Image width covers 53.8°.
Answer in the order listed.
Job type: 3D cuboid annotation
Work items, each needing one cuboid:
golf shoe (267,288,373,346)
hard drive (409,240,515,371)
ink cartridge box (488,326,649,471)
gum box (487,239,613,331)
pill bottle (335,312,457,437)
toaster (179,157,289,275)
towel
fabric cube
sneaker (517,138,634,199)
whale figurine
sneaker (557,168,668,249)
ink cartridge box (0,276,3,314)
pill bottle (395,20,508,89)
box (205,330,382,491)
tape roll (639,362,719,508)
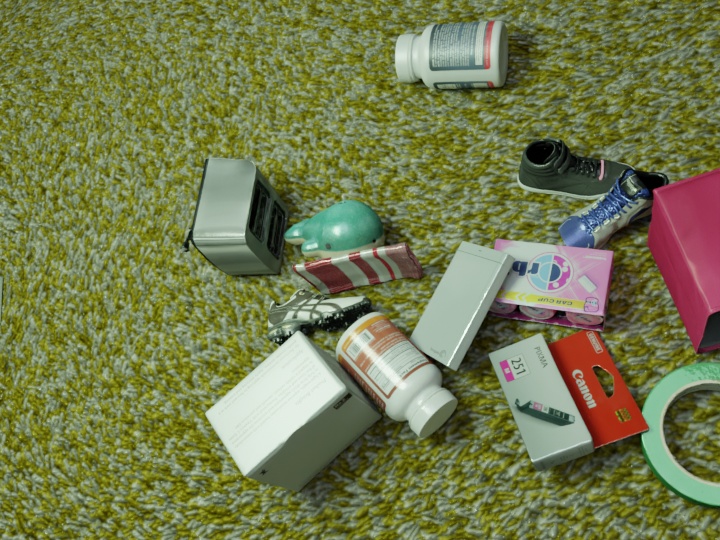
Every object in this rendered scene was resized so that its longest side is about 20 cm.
[{"bbox_3d":[-0.079,0.065,1.267,0.200,0.078,0.095,-17,64,10],"label":"golf shoe"},{"bbox_3d":[0.162,0.053,1.166,0.200,0.027,0.132,-62,28,-2],"label":"hard drive"},{"bbox_3d":[0.310,0.182,1.079,0.173,0.044,0.200,-24,47,9],"label":"ink cartridge box"},{"bbox_3d":[0.301,0.021,1.156,0.200,0.066,0.114,7,65,23],"label":"gum box"},{"bbox_3d":[0.060,0.171,1.158,0.112,0.112,0.200,-44,63,-3],"label":"pill bottle"},{"bbox_3d":[-0.225,-0.089,1.321,0.118,0.181,0.201,0,68,17],"label":"toaster"},{"bbox_3d":[0.000,0.000,1.229,0.199,0.144,0.023,-11,69,14],"label":"towel"},{"bbox_3d":[0.549,-0.024,1.022,0.196,0.200,0.200,-18,63,12],"label":"fabric cube"},{"bbox_3d":[0.364,-0.175,1.204,0.199,0.099,0.071,4,68,19],"label":"sneaker"},{"bbox_3d":[-0.052,-0.078,1.284,0.200,0.104,0.159,13,31,41],"label":"whale figurine"},{"bbox_3d":[0.413,-0.108,1.151,0.199,0.115,0.081,-27,62,6],"label":"sneaker"},{"bbox_3d":[-0.882,0.078,1.537,0.200,0.068,0.115,-15,65,12],"label":"ink cartridge box"},{"bbox_3d":[0.173,-0.408,1.352,0.199,0.120,0.120,4,70,19],"label":"pill bottle"},{"bbox_3d":[-0.100,0.231,1.137,0.199,0.200,0.131,-41,60,-1],"label":"box"},{"bbox_3d":[0.506,0.235,1.017,0.200,0.048,0.201,-7,67,16],"label":"tape roll"}]
